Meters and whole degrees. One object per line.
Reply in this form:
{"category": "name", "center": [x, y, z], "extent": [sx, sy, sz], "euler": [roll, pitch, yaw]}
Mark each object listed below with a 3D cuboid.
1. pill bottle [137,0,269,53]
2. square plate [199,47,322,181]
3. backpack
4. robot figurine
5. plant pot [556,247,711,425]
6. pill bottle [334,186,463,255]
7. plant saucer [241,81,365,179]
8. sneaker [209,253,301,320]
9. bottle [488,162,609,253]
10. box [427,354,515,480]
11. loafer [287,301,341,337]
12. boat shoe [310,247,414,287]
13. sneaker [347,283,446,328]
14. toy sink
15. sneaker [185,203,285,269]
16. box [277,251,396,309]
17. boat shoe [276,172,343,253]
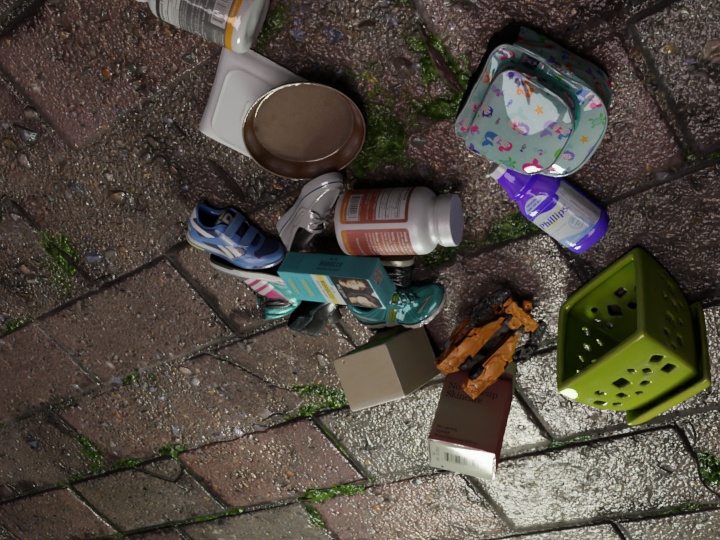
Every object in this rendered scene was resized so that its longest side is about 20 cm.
{"category": "pill bottle", "center": [-0.242, -0.412, 1.267], "extent": [0.199, 0.117, 0.117], "euler": [24, 134, 2]}
{"category": "square plate", "center": [-0.165, -0.258, 1.429], "extent": [0.197, 0.029, 0.201], "euler": [28, 134, -2]}
{"category": "backpack", "center": [0.250, -0.226, 1.209], "extent": [0.198, 0.151, 0.178], "euler": [23, 133, -5]}
{"category": "robot figurine", "center": [0.232, 0.123, 1.526], "extent": [0.145, 0.058, 0.200], "euler": [41, 98, -14]}
{"category": "plant pot", "center": [0.450, 0.121, 1.391], "extent": [0.181, 0.201, 0.199], "euler": [32, 134, -14]}
{"category": "pill bottle", "center": [0.066, -0.082, 1.427], "extent": [0.198, 0.113, 0.113], "euler": [0, 129, 22]}
{"category": "plant saucer", "center": [-0.091, -0.230, 1.380], "extent": [0.198, 0.035, 0.201], "euler": [-4, 140, -3]}
{"category": "sneaker", "center": [-0.198, 0.033, 1.663], "extent": [0.198, 0.084, 0.122], "euler": [15, 124, 8]}
{"category": "bottle", "center": [0.292, -0.111, 1.339], "extent": [0.199, 0.066, 0.084], "euler": [36, 134, -10]}
{"category": "box", "center": [0.210, 0.268, 1.601], "extent": [0.127, 0.201, 0.109], "euler": [10, 143, 15]}
{"category": "loafer", "center": [-0.065, 0.070, 1.650], "extent": [0.072, 0.073, 0.200], "euler": [30, 144, -17]}
{"category": "boat shoe", "center": [0.001, -0.001, 1.549], "extent": [0.197, 0.075, 0.067], "euler": [1, 112, 10]}
{"category": "sneaker", "center": [0.064, 0.062, 1.564], "extent": [0.199, 0.078, 0.080], "euler": [-14, 144, 31]}
{"category": "toy sink", "center": [0.064, 0.172, 1.634], "extent": [0.130, 0.199, 0.113], "euler": [-21, 90, 36]}
{"category": "sneaker", "center": [-0.234, -0.065, 1.596], "extent": [0.198, 0.074, 0.083], "euler": [18, 132, 6]}
{"category": "box", "center": [-0.043, 0.016, 1.497], "extent": [0.198, 0.049, 0.083], "euler": [4, 142, 35]}
{"category": "boat shoe", "center": [-0.080, -0.097, 1.493], "extent": [0.200, 0.073, 0.066], "euler": [-47, 59, 51]}
